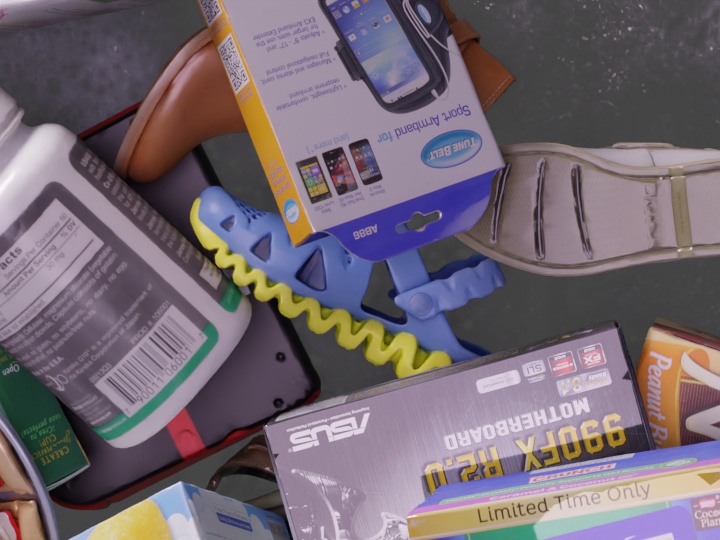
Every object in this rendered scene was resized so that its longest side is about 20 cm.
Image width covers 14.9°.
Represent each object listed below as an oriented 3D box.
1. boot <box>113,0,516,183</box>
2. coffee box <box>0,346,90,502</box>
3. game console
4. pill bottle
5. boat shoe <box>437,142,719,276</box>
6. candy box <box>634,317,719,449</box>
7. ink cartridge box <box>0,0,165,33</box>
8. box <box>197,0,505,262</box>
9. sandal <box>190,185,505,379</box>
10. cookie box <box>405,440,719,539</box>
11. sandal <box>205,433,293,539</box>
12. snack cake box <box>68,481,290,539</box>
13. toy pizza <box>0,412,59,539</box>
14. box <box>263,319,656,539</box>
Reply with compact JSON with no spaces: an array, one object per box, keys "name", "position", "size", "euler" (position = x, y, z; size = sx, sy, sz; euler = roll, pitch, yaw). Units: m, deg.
[{"name":"boot","position":[-0.026,-0.088,1.528],"size":[0.155,0.077,0.200],"euler":[42,85,-2]},{"name":"coffee box","position":[-0.245,0.048,1.564],"size":[0.123,0.044,0.200],"euler":[-29,89,42]},{"name":"game console","position":[-0.141,0.023,1.582],"size":[0.177,0.031,0.200],"euler":[-27,91,5]},{"name":"pill bottle","position":[-0.165,-0.007,1.491],"size":[0.113,0.113,0.200],"euler":[-44,102,10]},{"name":"boat shoe","position":[0.144,-0.034,1.507],"size":[0.200,0.068,0.075],"euler":[3,93,11]},{"name":"candy box","position":[0.185,0.139,1.523],"size":[0.115,0.055,0.200],"euler":[19,97,7]},{"name":"ink cartridge box","position":[-0.195,-0.176,1.509],"size":[0.200,0.145,0.088],"euler":[-12,93,10]},{"name":"box","position":[-0.007,-0.103,1.461],"size":[0.119,0.041,0.200],"euler":[-19,87,-21]},{"name":"sandal","position":[0.000,0.000,1.527],"size":[0.200,0.079,0.087],"euler":[27,95,-11]},{"name":"cookie box","position":[0.130,0.200,1.407],"size":[0.171,0.075,0.200],"euler":[-11,94,16]},{"name":"sandal","position":[-0.033,0.117,1.554],"size":[0.201,0.080,0.057],"euler":[-19,71,5]},{"name":"snack cake box","position":[-0.139,0.193,1.480],"size":[0.200,0.115,0.067],"euler":[-29,66,18]},{"name":"toy pizza","position":[-0.253,0.132,1.552],"size":[0.200,0.032,0.200],"euler":[19,124,30]},{"name":"box","position":[0.064,0.129,1.479],"size":[0.200,0.048,0.158],"euler":[-15,93,5]}]
